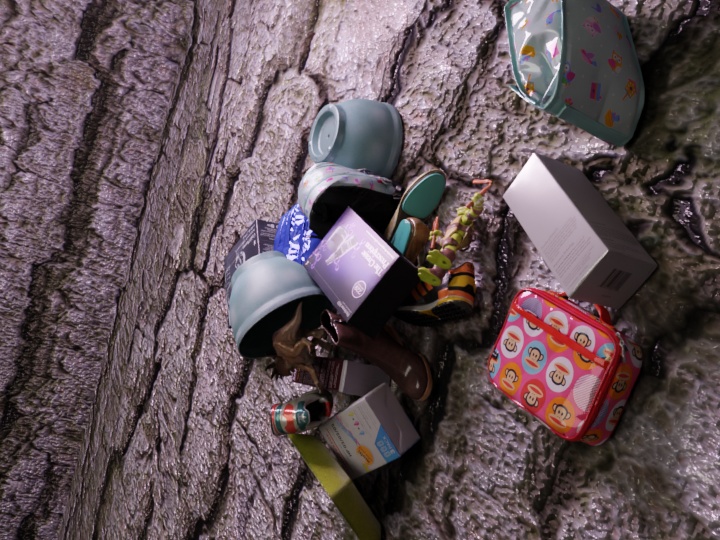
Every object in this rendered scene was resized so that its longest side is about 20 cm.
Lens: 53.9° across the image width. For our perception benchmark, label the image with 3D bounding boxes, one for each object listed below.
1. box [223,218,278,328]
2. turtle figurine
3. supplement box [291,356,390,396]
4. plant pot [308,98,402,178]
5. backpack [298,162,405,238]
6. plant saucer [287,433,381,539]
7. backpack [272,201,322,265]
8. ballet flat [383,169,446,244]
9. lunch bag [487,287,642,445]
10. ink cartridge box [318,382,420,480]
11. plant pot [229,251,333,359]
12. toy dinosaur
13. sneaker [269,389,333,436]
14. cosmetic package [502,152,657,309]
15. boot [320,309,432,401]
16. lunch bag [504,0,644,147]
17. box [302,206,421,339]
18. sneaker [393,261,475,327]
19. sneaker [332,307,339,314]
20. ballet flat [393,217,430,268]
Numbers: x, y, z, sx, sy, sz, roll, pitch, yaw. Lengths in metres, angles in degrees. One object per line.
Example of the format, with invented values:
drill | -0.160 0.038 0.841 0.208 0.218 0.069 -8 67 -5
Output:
box | -0.240 0.018 1.738 0.200 0.122 0.201 -42 49 43
turtle figurine | 0.151 -0.050 1.165 0.163 0.064 0.200 -57 8 -34
supplement box | -0.040 0.205 1.376 0.198 0.107 0.063 -4 73 56
plant pot | -0.024 -0.264 1.462 0.199 0.132 0.206 -24 61 52
backpack | -0.025 -0.122 1.368 0.127 0.196 0.170 52 123 50
plant saucer | -0.037 0.397 1.288 0.047 0.203 0.199 -34 33 -12
backpack | -0.093 -0.044 1.493 0.167 0.160 0.205 -31 46 51
ballet flat | 0.092 -0.107 1.310 0.203 0.069 0.071 -63 36 23
lunch bag | 0.273 0.112 0.946 0.199 0.081 0.180 36 107 54
ink cartridge box | 0.003 0.298 1.275 0.117 0.067 0.200 56 135 7
plant pot | -0.166 0.052 1.331 0.201 0.197 0.136 -50 62 37
toy dinosaur | -0.127 0.144 1.302 0.132 0.203 0.087 9 48 21
sneaker | -0.082 0.261 1.307 0.091 0.199 0.072 -10 85 26
cosmetic package | 0.287 -0.056 0.944 0.086 0.105 0.202 -57 37 31
boot | 0.023 0.147 1.237 0.073 0.163 0.201 -61 36 19
lunch bag | 0.286 -0.271 0.949 0.121 0.167 0.205 -29 54 48
box | 0.000 0.000 1.232 0.142 0.078 0.200 -53 39 7
sneaker | 0.127 0.038 1.215 0.198 0.069 0.092 -16 53 55
sneaker | -0.013 0.037 1.379 0.097 0.070 0.205 28 118 33
ballet flat | 0.075 -0.001 1.291 0.068 0.071 0.204 47 121 51
